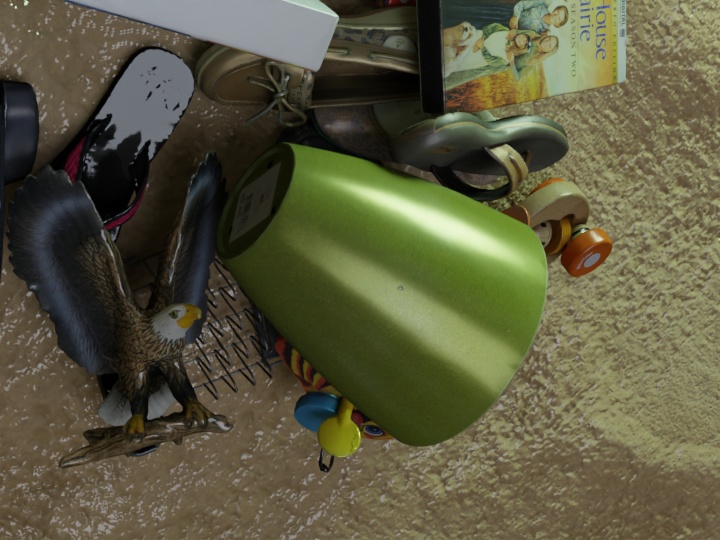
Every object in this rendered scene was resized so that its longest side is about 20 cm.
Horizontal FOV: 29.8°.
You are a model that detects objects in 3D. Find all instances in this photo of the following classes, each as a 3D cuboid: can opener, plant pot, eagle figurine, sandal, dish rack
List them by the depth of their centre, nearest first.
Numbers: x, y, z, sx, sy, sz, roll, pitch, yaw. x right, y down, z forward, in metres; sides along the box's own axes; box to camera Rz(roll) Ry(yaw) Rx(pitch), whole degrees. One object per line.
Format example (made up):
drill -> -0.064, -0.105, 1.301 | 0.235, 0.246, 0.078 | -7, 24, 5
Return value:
can opener -> -0.269, -0.034, 0.956 | 0.078, 0.063, 0.202 | -1, 114, -29
eagle figurine -> -0.154, 0.026, 0.967 | 0.149, 0.203, 0.151 | -17, 172, 20
plant pot -> 0.000, 0.000, 0.972 | 0.199, 0.187, 0.188 | 31, 98, -28
sandal -> -0.187, -0.071, 0.990 | 0.075, 0.045, 0.201 | 27, 99, -29
sandal -> 0.094, -0.081, 1.021 | 0.081, 0.055, 0.199 | -23, 168, 31
dish rack -> -0.123, 0.043, 1.083 | 0.198, 0.055, 0.155 | -22, 124, -18

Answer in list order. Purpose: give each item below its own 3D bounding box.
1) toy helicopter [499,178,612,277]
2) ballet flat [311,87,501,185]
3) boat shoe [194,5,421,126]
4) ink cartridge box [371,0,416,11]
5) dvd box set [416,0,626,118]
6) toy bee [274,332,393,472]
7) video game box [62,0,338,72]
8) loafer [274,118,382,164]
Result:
toy helicopter -> 0.114, -0.003, 1.169 | 0.200, 0.079, 0.132 | -42, 152, 16
ballet flat -> 0.053, -0.120, 1.083 | 0.198, 0.069, 0.067 | 9, 154, -39
boat shoe -> -0.024, -0.150, 1.006 | 0.197, 0.063, 0.074 | -12, 155, -7
ink cartridge box -> 0.049, -0.253, 1.027 | 0.198, 0.050, 0.110 | -1, 115, -29
dvd box set -> 0.125, -0.201, 1.018 | 0.198, 0.029, 0.148 | -14, 109, -36
toy bee -> 0.004, 0.098, 1.130 | 0.200, 0.107, 0.133 | 48, 47, -67
video game box -> -0.138, -0.198, 0.870 | 0.198, 0.182, 0.047 | 11, 113, -32
loafer -> 0.009, -0.049, 1.097 | 0.073, 0.072, 0.200 | -49, 126, 3
